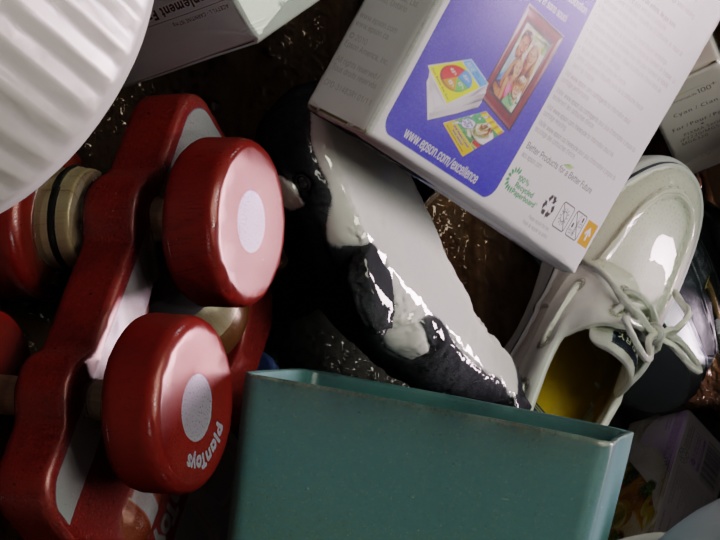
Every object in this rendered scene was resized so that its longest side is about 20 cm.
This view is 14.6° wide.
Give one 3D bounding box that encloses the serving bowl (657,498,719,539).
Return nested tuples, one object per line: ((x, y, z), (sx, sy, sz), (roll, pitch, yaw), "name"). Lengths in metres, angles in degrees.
((0.153, 0.179, 1.173), (0.200, 0.066, 0.201), (-14, 111, -40), "serving bowl")

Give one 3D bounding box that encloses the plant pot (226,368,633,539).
((0.017, 0.150, 1.104), (0.141, 0.141, 0.201), (14, 86, -81), "plant pot")

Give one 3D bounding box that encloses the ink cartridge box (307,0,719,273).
((0.084, -0.117, 1.162), (0.197, 0.047, 0.201), (30, 88, -55), "ink cartridge box")

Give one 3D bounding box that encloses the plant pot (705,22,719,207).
((0.200, -0.079, 1.403), (0.027, 0.200, 0.201), (-13, 85, -5), "plant pot")

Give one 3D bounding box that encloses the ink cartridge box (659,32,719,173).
((0.123, -0.169, 1.347), (0.176, 0.045, 0.201), (50, 20, -59), "ink cartridge box")

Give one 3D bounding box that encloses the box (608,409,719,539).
((0.129, 0.156, 1.337), (0.041, 0.039, 0.200), (44, 48, -29), "box")

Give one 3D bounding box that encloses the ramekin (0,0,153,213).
((-0.165, -0.104, 0.989), (0.105, 0.199, 0.201), (39, 50, -46), "ramekin")

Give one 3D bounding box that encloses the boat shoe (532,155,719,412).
((0.124, -0.035, 1.381), (0.091, 0.071, 0.201), (-48, 119, -47), "boat shoe")

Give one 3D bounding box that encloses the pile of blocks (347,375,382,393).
((0.024, 0.125, 1.214), (0.200, 0.062, 0.082), (52, 45, -22), "pile of blocks")

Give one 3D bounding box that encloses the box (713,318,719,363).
((0.209, 0.115, 1.350), (0.200, 0.050, 0.158), (58, 23, -73), "box")

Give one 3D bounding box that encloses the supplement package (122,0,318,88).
((-0.062, -0.209, 1.141), (0.191, 0.147, 0.201), (-38, 105, -32), "supplement package")

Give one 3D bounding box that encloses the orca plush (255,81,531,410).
((0.000, 0.000, 1.188), (0.200, 0.071, 0.106), (41, 42, -49), "orca plush")

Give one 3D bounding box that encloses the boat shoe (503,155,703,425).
((0.110, 0.033, 1.272), (0.075, 0.086, 0.202), (47, 70, -26), "boat shoe")

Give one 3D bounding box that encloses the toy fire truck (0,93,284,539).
((-0.084, 0.042, 1.106), (0.168, 0.112, 0.201), (63, 36, -49), "toy fire truck")

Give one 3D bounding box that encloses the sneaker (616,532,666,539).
((0.078, 0.189, 1.200), (0.200, 0.073, 0.115), (-42, 130, -27), "sneaker")

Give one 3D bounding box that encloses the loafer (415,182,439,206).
((0.041, -0.085, 1.262), (0.076, 0.067, 0.200), (43, 69, -32), "loafer")
